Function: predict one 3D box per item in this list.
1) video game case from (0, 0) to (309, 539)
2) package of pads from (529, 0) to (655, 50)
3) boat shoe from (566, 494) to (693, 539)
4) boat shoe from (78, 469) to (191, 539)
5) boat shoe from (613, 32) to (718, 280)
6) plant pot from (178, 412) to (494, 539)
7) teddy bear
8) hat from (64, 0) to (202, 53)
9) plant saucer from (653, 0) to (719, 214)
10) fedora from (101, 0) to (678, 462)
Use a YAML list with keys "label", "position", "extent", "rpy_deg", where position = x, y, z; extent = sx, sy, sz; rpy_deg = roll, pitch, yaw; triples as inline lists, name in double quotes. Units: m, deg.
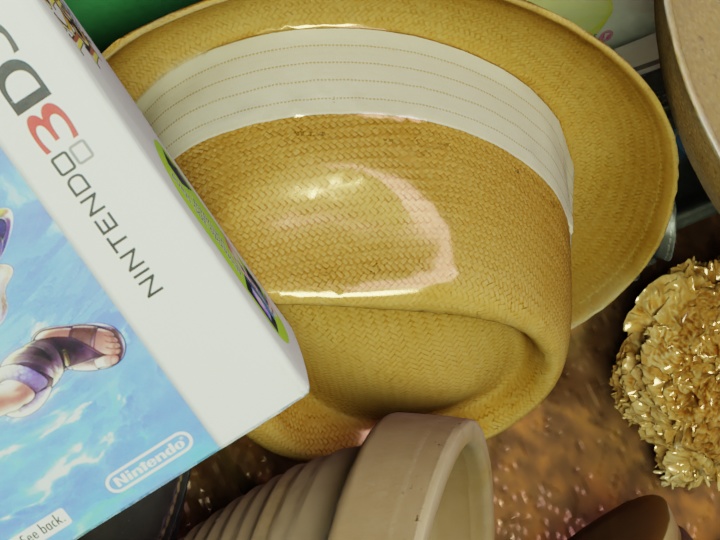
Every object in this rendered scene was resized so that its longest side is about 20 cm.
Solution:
- label: "video game case"
  position: [-0.143, 0.009, 0.709]
  extent: [0.200, 0.045, 0.182]
  rpy_deg: [-32, 115, 4]
- label: "package of pads"
  position: [0.010, -0.139, 0.956]
  extent: [0.199, 0.068, 0.155]
  rpy_deg: [-2, 71, -31]
- label: "boat shoe"
  position: [0.078, 0.128, 0.806]
  extent: [0.070, 0.070, 0.200]
  rpy_deg: [50, 17, -8]
- label: "boat shoe"
  position: [-0.096, 0.107, 0.786]
  extent: [0.074, 0.073, 0.200]
  rpy_deg: [37, 56, -13]
- label: "boat shoe"
  position: [0.087, -0.028, 0.933]
  extent: [0.199, 0.070, 0.066]
  rpy_deg: [-23, 47, -29]
- label: "plant pot"
  position: [-0.022, 0.137, 0.779]
  extent: [0.092, 0.201, 0.202]
  rpy_deg: [5, 62, 11]
- label: "teddy bear"
  position: [0.176, 0.002, 0.961]
  extent: [0.200, 0.145, 0.067]
  rpy_deg: [-23, 56, -41]
- label: "hat"
  position: [-0.142, -0.110, 0.777]
  extent: [0.176, 0.200, 0.166]
  rpy_deg: [-8, 52, -49]
- label: "plant saucer"
  position: [0.158, -0.051, 0.865]
  extent: [0.200, 0.035, 0.201]
  rpy_deg: [20, 55, -30]
- label: "fedora"
  position: [0.000, 0.000, 0.812]
  extent: [0.200, 0.201, 0.082]
  rpy_deg: [14, 47, -25]
